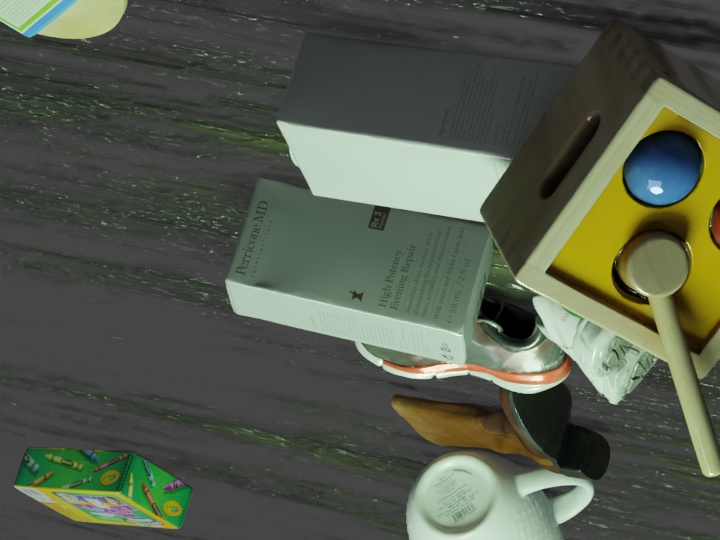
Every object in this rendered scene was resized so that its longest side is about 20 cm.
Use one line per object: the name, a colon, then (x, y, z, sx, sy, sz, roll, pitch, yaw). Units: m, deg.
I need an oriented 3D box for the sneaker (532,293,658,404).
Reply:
sneaker: (0.192, 0.045, 1.721, 0.099, 0.078, 0.200, 39, 176, 22)

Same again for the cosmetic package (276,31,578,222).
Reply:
cosmetic package: (0.054, -0.095, 1.458, 0.200, 0.081, 0.113, 12, 157, 17)

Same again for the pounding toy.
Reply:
pounding toy: (0.193, -0.013, 1.331, 0.184, 0.200, 0.142, 27, -161, -23)

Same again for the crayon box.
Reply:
crayon box: (-0.326, 0.274, 2.655, 0.200, 0.058, 0.119, -2, 152, 39)

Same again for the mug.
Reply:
mug: (0.144, 0.250, 2.155, 0.200, 0.148, 0.175, -22, 150, 8)

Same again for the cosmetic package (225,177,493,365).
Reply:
cosmetic package: (0.000, 0.000, 1.698, 0.200, 0.102, 0.074, 12, 157, 10)

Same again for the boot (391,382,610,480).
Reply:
boot: (0.118, 0.133, 2.013, 0.200, 0.069, 0.188, 10, 166, 36)

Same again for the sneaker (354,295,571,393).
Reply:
sneaker: (0.086, 0.045, 1.814, 0.200, 0.077, 0.082, 7, 129, 23)

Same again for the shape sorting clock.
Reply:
shape sorting clock: (-0.248, -0.225, 1.422, 0.200, 0.039, 0.200, 18, 157, 8)
